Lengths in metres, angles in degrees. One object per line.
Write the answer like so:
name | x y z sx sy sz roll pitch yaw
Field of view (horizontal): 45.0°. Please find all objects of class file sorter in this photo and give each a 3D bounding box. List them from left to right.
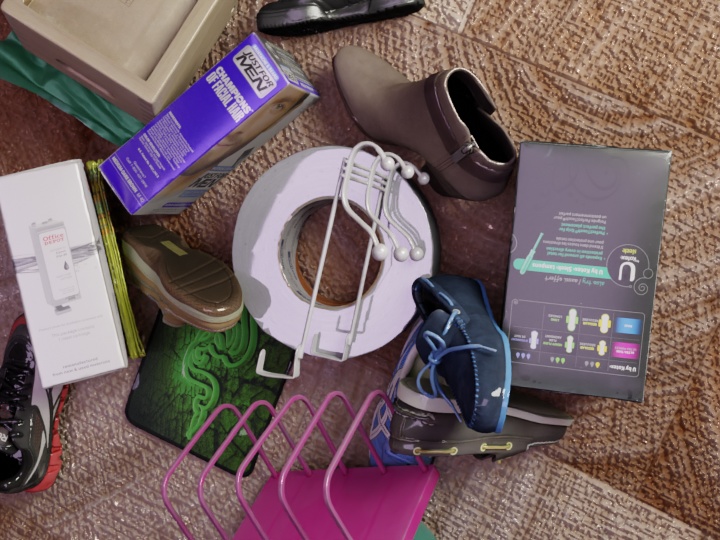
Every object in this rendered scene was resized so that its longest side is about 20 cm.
file sorter | -0.058 0.194 0.784 0.198 0.139 0.126 -11 118 34

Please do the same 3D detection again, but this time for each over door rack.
over door rack | 0.000 0.000 0.736 0.066 0.148 0.202 25 97 15

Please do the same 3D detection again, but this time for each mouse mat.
mouse mat | -0.155 0.100 0.919 0.159 0.008 0.202 22 98 11

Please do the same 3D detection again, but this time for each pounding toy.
pounding toy | -0.234 -0.270 0.842 0.199 0.142 0.185 31 80 -5

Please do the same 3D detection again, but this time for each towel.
towel | -0.251 -0.011 0.896 0.018 0.086 0.203 -12 93 -13

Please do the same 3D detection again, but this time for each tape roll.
tape roll | -0.023 -0.018 0.846 0.197 0.066 0.203 1 92 12

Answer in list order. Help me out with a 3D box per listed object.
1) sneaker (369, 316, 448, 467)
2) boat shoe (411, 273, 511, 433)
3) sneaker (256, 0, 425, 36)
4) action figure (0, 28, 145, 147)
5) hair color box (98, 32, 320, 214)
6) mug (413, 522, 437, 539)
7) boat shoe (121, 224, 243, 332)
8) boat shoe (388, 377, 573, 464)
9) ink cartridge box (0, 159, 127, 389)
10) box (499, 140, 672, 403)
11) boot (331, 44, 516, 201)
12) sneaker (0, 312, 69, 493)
sneaker | 0.048 0.133 0.836 0.075 0.077 0.203 16 100 10
boat shoe | 0.075 0.068 0.715 0.068 0.200 0.085 9 109 -8
sneaker | -0.008 -0.292 0.833 0.197 0.060 0.106 -7 93 8
action figure | -0.275 -0.193 0.903 0.199 0.055 0.119 38 100 1
hair color box | -0.143 -0.136 0.847 0.199 0.109 0.065 -38 85 13
mug | 0.015 0.307 0.819 0.184 0.115 0.153 -36 98 19
boat shoe | -0.175 0.022 0.858 0.200 0.071 0.077 35 127 48
boat shoe | 0.109 0.140 0.783 0.199 0.072 0.061 12 97 -33
ink cartridge box | -0.292 0.005 0.866 0.082 0.146 0.203 -13 91 -14
box | 0.188 -0.003 0.757 0.123 0.148 0.203 5 95 11
boot | 0.060 -0.145 0.776 0.070 0.146 0.200 -43 93 -16
sneaker | -0.361 0.145 0.924 0.070 0.098 0.203 6 94 14
